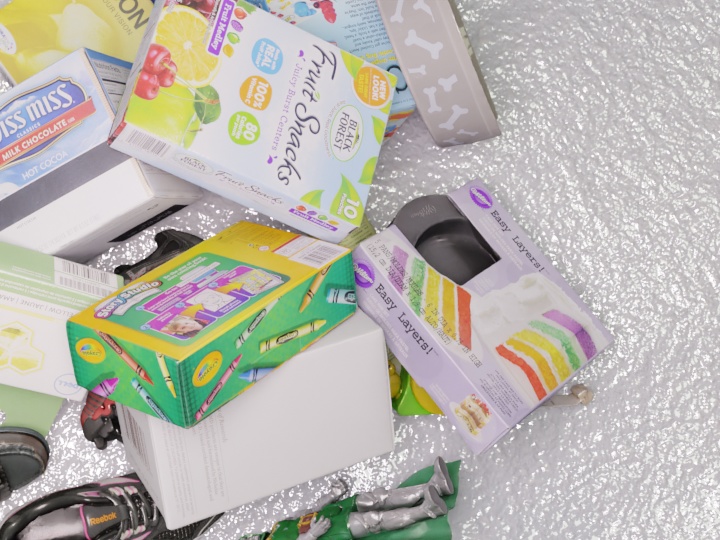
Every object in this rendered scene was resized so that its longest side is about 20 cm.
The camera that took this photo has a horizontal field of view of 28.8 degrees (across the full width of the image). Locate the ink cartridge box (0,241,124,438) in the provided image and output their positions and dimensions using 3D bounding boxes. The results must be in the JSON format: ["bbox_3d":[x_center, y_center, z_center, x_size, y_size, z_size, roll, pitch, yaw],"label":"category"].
[{"bbox_3d":[-0.285,0.072,1.098,0.144,0.048,0.201,16,120,-24],"label":"ink cartridge box"}]

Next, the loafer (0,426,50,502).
[{"bbox_3d":[-0.348,0.182,1.134,0.197,0.073,0.063,-13,37,-2],"label":"loafer"}]

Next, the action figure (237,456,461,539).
[{"bbox_3d":[-0.018,0.208,1.145,0.198,0.118,0.055,-22,105,22],"label":"action figure"}]

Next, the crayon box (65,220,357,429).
[{"bbox_3d":[-0.108,0.034,1.060,0.118,0.059,0.199,15,33,35],"label":"crayon box"}]

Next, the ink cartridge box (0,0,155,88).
[{"bbox_3d":[-0.204,-0.188,1.245,0.199,0.047,0.198,-38,84,-10],"label":"ink cartridge box"}]

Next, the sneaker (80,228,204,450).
[{"bbox_3d":[-0.184,0.051,1.187,0.097,0.071,0.202,32,88,20],"label":"sneaker"}]

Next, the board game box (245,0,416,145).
[{"bbox_3d":[-0.042,-0.207,1.226,0.104,0.103,0.202,-16,80,-20],"label":"board game box"}]

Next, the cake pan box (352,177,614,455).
[{"bbox_3d":[0.096,0.029,1.175,0.201,0.052,0.183,51,41,10],"label":"cake pan box"}]

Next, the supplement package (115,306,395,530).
[{"bbox_3d":[-0.087,0.101,1.121,0.198,0.117,0.119,-16,117,-20],"label":"supplement package"}]

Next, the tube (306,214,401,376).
[{"bbox_3d":[0.000,0.000,1.227,0.058,0.052,0.201,-30,92,32],"label":"tube"}]

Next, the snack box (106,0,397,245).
[{"bbox_3d":[-0.080,-0.125,1.088,0.198,0.053,0.144,24,65,-19],"label":"snack box"}]

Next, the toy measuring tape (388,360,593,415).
[{"bbox_3d":[0.106,0.085,1.207,0.197,0.074,0.075,-1,79,-13],"label":"toy measuring tape"}]

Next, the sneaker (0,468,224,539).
[{"bbox_3d":[-0.201,0.204,1.143,0.198,0.086,0.081,-19,83,-10],"label":"sneaker"}]

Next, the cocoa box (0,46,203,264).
[{"bbox_3d":[-0.255,-0.072,1.138,0.198,0.133,0.132,-27,87,10],"label":"cocoa box"}]

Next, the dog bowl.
[{"bbox_3d":[0.062,-0.197,1.201,0.058,0.200,0.202,-22,81,9],"label":"dog bowl"}]
